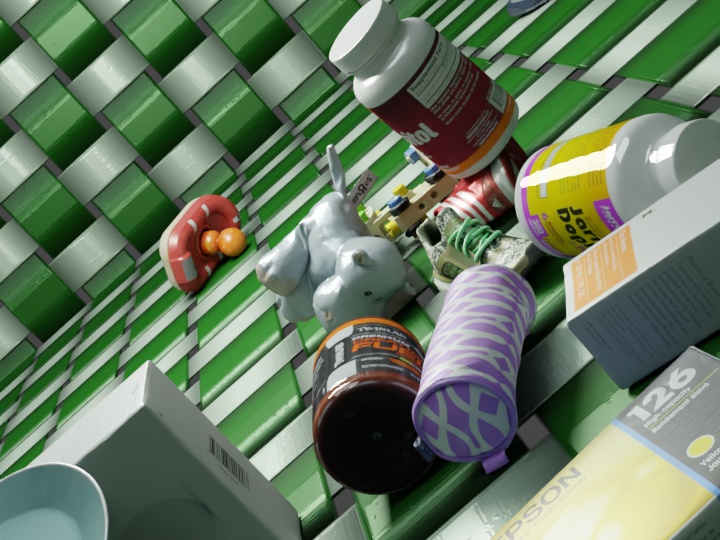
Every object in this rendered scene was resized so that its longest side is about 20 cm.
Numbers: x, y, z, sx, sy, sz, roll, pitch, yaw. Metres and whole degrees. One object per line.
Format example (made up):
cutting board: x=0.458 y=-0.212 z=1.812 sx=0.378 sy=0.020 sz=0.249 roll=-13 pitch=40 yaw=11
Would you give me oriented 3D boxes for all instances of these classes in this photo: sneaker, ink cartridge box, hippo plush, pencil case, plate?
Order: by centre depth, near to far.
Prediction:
ink cartridge box: x=0.159 y=0.132 z=0.764 sx=0.198 sy=0.047 sz=0.200 roll=-44 pitch=17 yaw=-3
plate: x=-0.260 y=0.235 z=0.944 sx=0.200 sy=0.026 sz=0.200 roll=-22 pitch=41 yaw=21
pencil case: x=0.097 y=0.072 z=1.015 sx=0.084 sy=0.085 sz=0.200 roll=-38 pitch=15 yaw=29
sneaker: x=0.108 y=-0.021 z=1.246 sx=0.077 sy=0.089 sz=0.200 roll=-47 pitch=15 yaw=-19
hippo plush: x=0.000 y=0.000 z=1.446 sx=0.200 sy=0.159 sz=0.161 roll=-56 pitch=45 yaw=4
sneaker: x=0.129 y=-0.106 z=1.463 sx=0.115 sy=0.078 sz=0.200 roll=-36 pitch=14 yaw=17
sneaker: x=0.307 y=-0.498 z=2.117 sx=0.200 sy=0.082 sz=0.070 roll=-30 pitch=19 yaw=40

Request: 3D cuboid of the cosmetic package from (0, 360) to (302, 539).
cosmetic package: x=-0.187 y=0.224 z=1.083 sx=0.200 sy=0.199 sz=0.123 roll=-41 pitch=15 yaw=3

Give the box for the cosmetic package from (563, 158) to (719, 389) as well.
cosmetic package: x=0.244 y=-0.013 z=0.904 sx=0.200 sy=0.071 sz=0.101 roll=-36 pitch=15 yaw=20

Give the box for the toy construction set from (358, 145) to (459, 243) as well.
toy construction set: x=0.055 y=-0.089 z=1.601 sx=0.200 sy=0.092 sz=0.131 roll=-55 pitch=16 yaw=-8

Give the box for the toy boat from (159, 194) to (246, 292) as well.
toy boat: x=-0.265 y=-0.052 z=2.303 sx=0.130 sy=0.131 sz=0.200 roll=1 pitch=35 yaw=23

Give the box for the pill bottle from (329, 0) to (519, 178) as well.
pill bottle: x=0.067 y=-0.199 z=1.385 sx=0.113 sy=0.200 sz=0.113 roll=-42 pitch=24 yaw=24

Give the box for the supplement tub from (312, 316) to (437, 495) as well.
supplement tub: x=0.010 y=0.105 z=1.103 sx=0.107 sy=0.107 sz=0.200 roll=-40 pitch=15 yaw=9

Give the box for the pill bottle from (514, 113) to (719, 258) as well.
pill bottle: x=0.222 y=-0.071 z=1.060 sx=0.104 sy=0.104 sz=0.200 roll=-48 pitch=15 yaw=-23
